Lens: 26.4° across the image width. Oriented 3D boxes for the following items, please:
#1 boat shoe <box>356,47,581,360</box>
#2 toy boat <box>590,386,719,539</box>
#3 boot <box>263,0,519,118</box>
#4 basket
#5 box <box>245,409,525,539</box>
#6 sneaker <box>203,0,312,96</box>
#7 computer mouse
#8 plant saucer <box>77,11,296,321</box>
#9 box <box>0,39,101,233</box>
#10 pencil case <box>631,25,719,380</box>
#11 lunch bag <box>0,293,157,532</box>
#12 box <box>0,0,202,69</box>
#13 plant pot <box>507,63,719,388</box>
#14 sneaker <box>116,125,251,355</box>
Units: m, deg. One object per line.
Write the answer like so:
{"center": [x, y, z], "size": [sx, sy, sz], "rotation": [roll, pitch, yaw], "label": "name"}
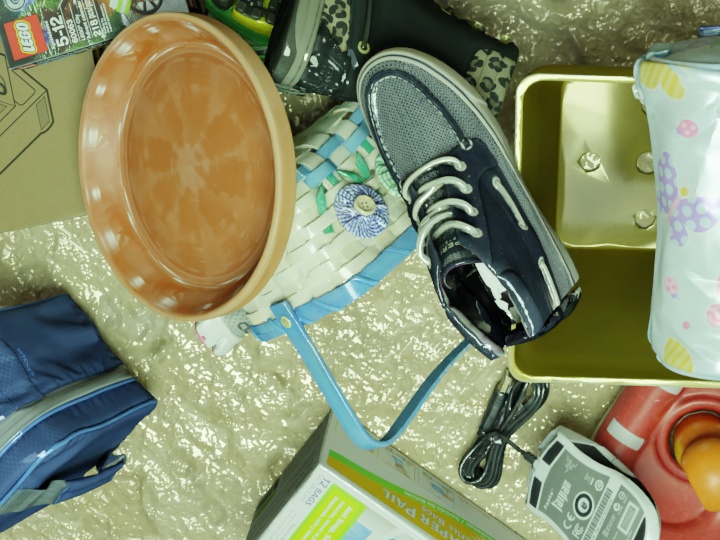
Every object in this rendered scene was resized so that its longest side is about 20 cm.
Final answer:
{"center": [0.057, -0.040, 0.911], "size": [0.075, 0.093, 0.200], "rotation": [-36, 92, 27], "label": "boat shoe"}
{"center": [0.248, 0.131, 1.110], "size": [0.130, 0.131, 0.201], "rotation": [29, 109, -4], "label": "toy boat"}
{"center": [0.032, -0.180, 1.016], "size": [0.153, 0.205, 0.073], "rotation": [24, 151, -11], "label": "boot"}
{"center": [0.000, 0.000, 1.061], "size": [0.139, 0.176, 0.201], "rotation": [-18, 112, 45], "label": "basket"}
{"center": [0.024, 0.219, 1.177], "size": [0.199, 0.101, 0.113], "rotation": [36, 109, -7], "label": "box"}
{"center": [-0.015, -0.158, 1.078], "size": [0.199, 0.078, 0.085], "rotation": [19, 146, -8], "label": "sneaker"}
{"center": [0.154, 0.156, 1.117], "size": [0.044, 0.200, 0.110], "rotation": [12, 109, -40], "label": "computer mouse"}
{"center": [-0.113, -0.068, 1.007], "size": [0.199, 0.032, 0.202], "rotation": [8, 102, 42], "label": "plant saucer"}
{"center": [-0.277, -0.108, 1.113], "size": [0.198, 0.021, 0.165], "rotation": [-11, 93, 12], "label": "box"}
{"center": [0.209, -0.037, 0.895], "size": [0.090, 0.083, 0.202], "rotation": [-6, 109, 5], "label": "pencil case"}
{"center": [-0.243, 0.113, 1.122], "size": [0.136, 0.200, 0.133], "rotation": [-43, 82, 19], "label": "lunch bag"}
{"center": [-0.201, -0.252, 1.051], "size": [0.136, 0.038, 0.201], "rotation": [-15, 96, 10], "label": "box"}
{"center": [0.199, -0.049, 1.029], "size": [0.198, 0.177, 0.202], "rotation": [1, 109, 4], "label": "plant pot"}
{"center": [-0.109, -0.041, 1.119], "size": [0.087, 0.074, 0.201], "rotation": [-23, 105, 6], "label": "sneaker"}
